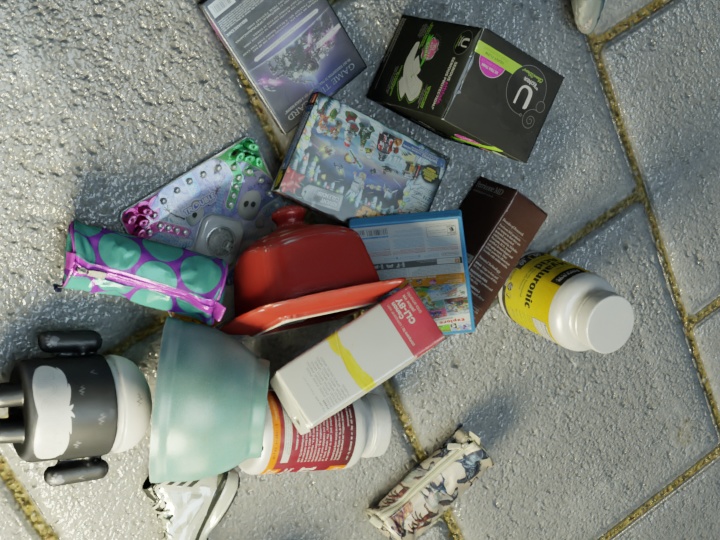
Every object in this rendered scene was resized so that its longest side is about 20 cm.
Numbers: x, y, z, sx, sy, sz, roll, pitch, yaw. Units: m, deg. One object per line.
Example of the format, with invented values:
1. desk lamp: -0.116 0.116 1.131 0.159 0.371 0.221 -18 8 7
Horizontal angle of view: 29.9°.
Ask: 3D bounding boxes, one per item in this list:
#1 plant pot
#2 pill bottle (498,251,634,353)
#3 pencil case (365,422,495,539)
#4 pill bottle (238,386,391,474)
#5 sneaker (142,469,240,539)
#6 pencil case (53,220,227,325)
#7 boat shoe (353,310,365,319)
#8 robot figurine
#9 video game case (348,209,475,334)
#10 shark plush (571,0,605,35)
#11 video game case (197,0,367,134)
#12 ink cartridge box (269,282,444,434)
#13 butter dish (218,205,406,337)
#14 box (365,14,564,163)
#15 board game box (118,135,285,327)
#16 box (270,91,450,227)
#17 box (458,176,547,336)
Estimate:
1. plant pot: -0.179 0.163 1.637 0.133 0.200 0.202 6 103 -4
2. pill bottle: 0.290 0.048 1.883 0.110 0.200 0.112 -8 108 -27
3. pencil case: 0.098 0.310 1.924 0.200 0.078 0.090 -40 140 -13
4. pill bottle: -0.064 0.209 1.787 0.199 0.113 0.114 1 104 -28
5. sneaker: -0.252 0.329 1.753 0.115 0.076 0.202 31 80 -23
6. pencil case: -0.259 0.005 1.609 0.198 0.093 0.086 14 112 -16
7. boat shoe: 0.000 0.000 1.792 0.076 0.072 0.202 -16 111 -7
8. robot figurine: -0.350 0.164 1.613 0.199 0.125 0.151 -3 129 -28
9. video game case: 0.069 0.009 1.736 0.142 0.018 0.201 -5 131 7
10. shark plush: 0.324 -0.434 1.866 0.083 0.090 0.202 26 70 -51
11. video game case: -0.094 -0.292 1.681 0.143 0.019 0.201 -40 120 -13
12. ink cartridge box: -0.008 0.112 1.663 0.199 0.145 0.084 -33 86 -11
13. butter dish: -0.076 -0.008 1.668 0.198 0.200 0.149 -11 84 -25
14. box: 0.131 -0.233 1.715 0.148 0.200 0.125 23 93 -31
15. board game box: -0.177 -0.036 1.705 0.199 0.026 0.201 -33 117 -17
16. box: 0.002 -0.122 1.715 0.199 0.040 0.138 24 84 -19
17. box: 0.158 -0.021 1.850 0.075 0.100 0.201 37 85 -31
